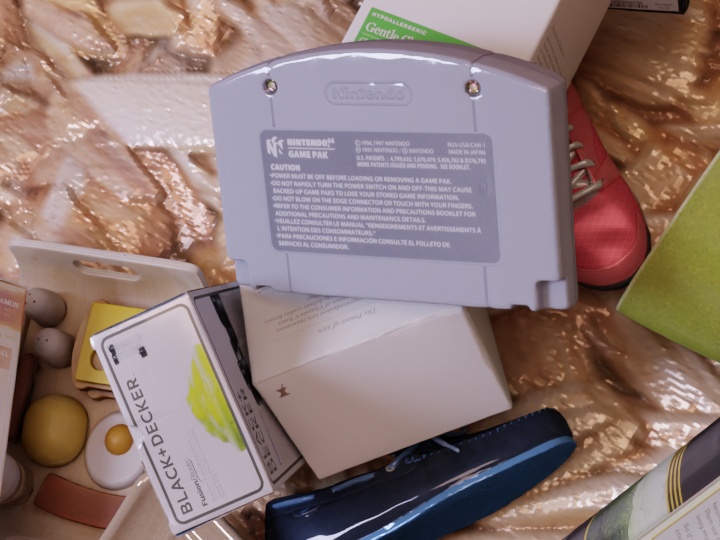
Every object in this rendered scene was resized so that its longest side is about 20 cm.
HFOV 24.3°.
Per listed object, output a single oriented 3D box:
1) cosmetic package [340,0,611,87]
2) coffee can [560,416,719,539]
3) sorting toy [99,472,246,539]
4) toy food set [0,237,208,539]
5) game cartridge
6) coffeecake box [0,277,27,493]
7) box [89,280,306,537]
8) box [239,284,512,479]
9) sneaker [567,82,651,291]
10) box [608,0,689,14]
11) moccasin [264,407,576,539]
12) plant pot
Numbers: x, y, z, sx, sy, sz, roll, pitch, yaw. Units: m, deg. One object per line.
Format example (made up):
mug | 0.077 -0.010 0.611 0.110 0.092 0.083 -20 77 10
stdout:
cosmetic package | 0.074 -0.152 0.926 0.107 0.085 0.201 22 81 21
coffee can | 0.201 0.150 0.844 0.200 0.146 0.147 -45 62 33
sorting toy | -0.095 0.245 0.984 0.200 0.036 0.186 40 108 22
toy food set | -0.186 0.084 1.071 0.142 0.060 0.202 7 76 19
game cartridge | 0.016 -0.051 0.863 0.199 0.040 0.134 4 112 29
coffeecake box | -0.288 0.112 1.043 0.153 0.073 0.202 -19 61 45
box | -0.079 0.071 0.954 0.060 0.200 0.117 -23 88 8
box | 0.000 0.000 0.984 0.124 0.098 0.201 -21 45 9
sneaker | 0.109 -0.077 1.019 0.073 0.087 0.201 -29 68 7
box | 0.125 -0.247 1.050 0.197 0.050 0.201 9 52 18
moccasin | 0.027 0.121 0.986 0.199 0.081 0.069 -25 63 7
plant pot | 0.274 0.003 0.910 0.199 0.187 0.188 36 86 10
